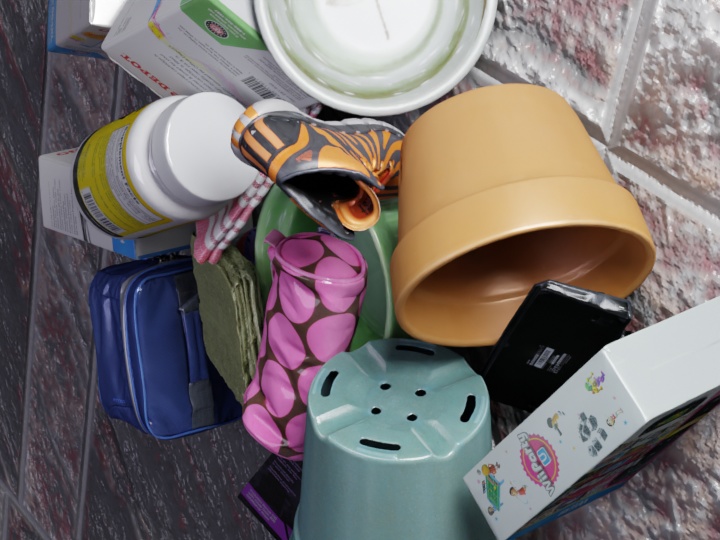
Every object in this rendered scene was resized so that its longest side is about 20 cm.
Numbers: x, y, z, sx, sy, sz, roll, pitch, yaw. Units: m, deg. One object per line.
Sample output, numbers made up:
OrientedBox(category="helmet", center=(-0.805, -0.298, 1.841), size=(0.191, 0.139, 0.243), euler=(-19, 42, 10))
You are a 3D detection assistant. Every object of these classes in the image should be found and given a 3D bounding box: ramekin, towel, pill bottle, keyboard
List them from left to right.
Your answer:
OrientedBox(category="pill bottle", center=(-0.176, -0.095, 1.401), size=(0.199, 0.114, 0.115), euler=(-11, 93, 57))
OrientedBox(category="towel", center=(-0.121, 0.045, 1.480), size=(0.200, 0.036, 0.150), euler=(-143, 44, -65))
OrientedBox(category="towel", center=(-0.102, -0.116, 1.438), size=(0.200, 0.030, 0.147), euler=(-53, 27, 23))
OrientedBox(category="ramekin", center=(0.000, 0.000, 1.389), size=(0.199, 0.097, 0.202), euler=(21, 118, 48))
OrientedBox(category="keyboard", center=(0.161, 0.058, 1.220), size=(0.200, 0.103, 0.040), euler=(114, 175, -61))

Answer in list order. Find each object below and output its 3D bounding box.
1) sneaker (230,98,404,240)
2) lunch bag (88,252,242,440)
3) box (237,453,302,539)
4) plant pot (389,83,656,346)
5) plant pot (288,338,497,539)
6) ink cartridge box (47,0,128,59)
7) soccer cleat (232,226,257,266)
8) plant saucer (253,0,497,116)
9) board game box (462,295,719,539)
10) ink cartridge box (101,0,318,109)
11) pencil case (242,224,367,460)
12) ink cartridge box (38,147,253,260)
OrientedBox(category="sneaker", center=(-0.006, -0.066, 1.215), size=(0.112, 0.199, 0.078), euler=(48, 118, 36))
OrientedBox(category="lunch bag", center=(-0.196, 0.071, 1.632), size=(0.132, 0.135, 0.202), euler=(11, 111, 53))
OrientedBox(category="box", center=(-0.030, 0.222, 1.519), size=(0.143, 0.036, 0.200), euler=(46, 135, 9))
OrientedBox(category="plant pot", center=(0.110, -0.047, 1.171), size=(0.200, 0.199, 0.141), euler=(-43, 51, 49))
OrientedBox(category="plant pot", center=(0.031, 0.178, 1.290), size=(0.200, 0.199, 0.197), euler=(38, 142, 39))
OrientedBox(category="ink cartridge box", center=(-0.220, -0.280, 1.505), size=(0.200, 0.128, 0.126), euler=(180, 94, -66))
OrientedBox(category="soccer cleat", center=(-0.076, 0.051, 1.531), size=(0.073, 0.068, 0.201), euler=(-38, 67, 54))
OrientedBox(category="plant saucer", center=(0.012, -0.227, 1.262), size=(0.050, 0.198, 0.202), euler=(-112, 12, -83))
OrientedBox(category="board game box", center=(0.187, 0.112, 1.144), size=(0.065, 0.147, 0.200), euler=(58, 140, 18))
OrientedBox(category="ink cartridge box", center=(-0.114, -0.204, 1.354), size=(0.199, 0.145, 0.084), euler=(-10, 49, 55))
OrientedBox(category="pencil case", center=(-0.053, 0.064, 1.326), size=(0.093, 0.091, 0.201), euler=(18, 120, 9))
OrientedBox(category="ink cartridge box", center=(-0.228, -0.081, 1.619), size=(0.199, 0.145, 0.085), euler=(18, 116, 48))
